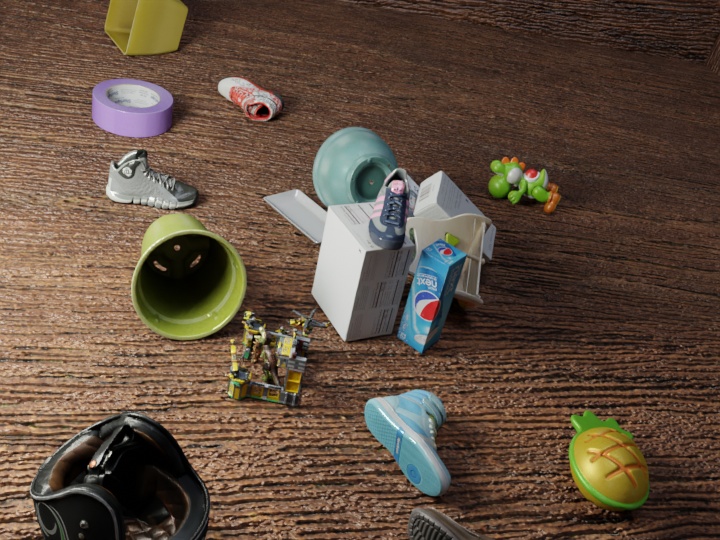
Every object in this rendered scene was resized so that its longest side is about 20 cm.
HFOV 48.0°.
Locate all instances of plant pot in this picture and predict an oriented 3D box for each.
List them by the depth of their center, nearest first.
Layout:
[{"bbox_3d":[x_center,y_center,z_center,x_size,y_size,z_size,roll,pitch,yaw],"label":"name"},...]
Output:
[{"bbox_3d":[-0.319,-0.010,1.449,0.196,0.205,0.184,-1,24,-22],"label":"plant pot"},{"bbox_3d":[0.006,-0.206,1.798,0.196,0.205,0.134,-1,18,-22],"label":"plant pot"},{"bbox_3d":[-0.632,-0.761,2.419,0.174,0.203,0.200,1,33,-40],"label":"plant pot"}]

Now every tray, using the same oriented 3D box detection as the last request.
[{"bbox_3d":[-0.122,-0.117,1.811,0.106,0.023,0.199,-20,46,-39],"label":"tray"}]

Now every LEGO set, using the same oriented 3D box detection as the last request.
[{"bbox_3d":[-0.145,0.125,1.359,0.150,0.118,0.201,16,33,4],"label":"LEGO set"}]

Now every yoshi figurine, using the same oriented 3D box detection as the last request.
[{"bbox_3d":[0.417,-0.213,2.121,0.197,0.112,0.114,25,72,-9],"label":"yoshi figurine"}]

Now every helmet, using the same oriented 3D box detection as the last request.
[{"bbox_3d":[-0.286,0.296,0.989,0.197,0.193,0.201,-24,21,10],"label":"helmet"}]

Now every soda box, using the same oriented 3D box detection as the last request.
[{"bbox_3d":[0.131,0.049,1.500,0.064,0.203,0.067,31,37,25],"label":"soda box"}]

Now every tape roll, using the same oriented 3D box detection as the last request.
[{"bbox_3d":[-0.571,-0.409,2.028,0.195,0.067,0.202,9,34,-6],"label":"tape roll"}]

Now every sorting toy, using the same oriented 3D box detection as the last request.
[{"bbox_3d":[0.162,-0.028,1.649,0.176,0.107,0.204,20,57,-12],"label":"sorting toy"}]

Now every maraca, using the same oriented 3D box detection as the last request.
[{"bbox_3d":[0.401,0.305,1.314,0.134,0.108,0.201,20,33,-4],"label":"maraca"}]

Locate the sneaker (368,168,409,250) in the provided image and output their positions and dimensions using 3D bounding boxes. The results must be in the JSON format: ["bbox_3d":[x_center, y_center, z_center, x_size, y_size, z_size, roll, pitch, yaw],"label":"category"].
[{"bbox_3d":[0.055,-0.114,1.448,0.068,0.083,0.202,12,33,-5],"label":"sneaker"}]

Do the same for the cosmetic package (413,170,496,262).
[{"bbox_3d":[0.207,-0.106,1.756,0.199,0.073,0.103,40,46,-26],"label":"cosmetic package"}]

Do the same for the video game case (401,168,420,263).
[{"bbox_3d":[0.119,-0.089,1.721,0.181,0.023,0.203,41,45,-26],"label":"video game case"}]

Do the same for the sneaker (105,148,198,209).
[{"bbox_3d":[-0.439,-0.199,1.723,0.195,0.118,0.076,1,35,-19],"label":"sneaker"}]

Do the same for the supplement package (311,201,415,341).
[{"bbox_3d":[0.000,0.000,1.521,0.109,0.204,0.156,-6,37,-30],"label":"supplement package"}]

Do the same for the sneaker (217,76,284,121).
[{"bbox_3d":[-0.314,-0.470,2.213,0.197,0.068,0.108,21,31,4],"label":"sneaker"}]

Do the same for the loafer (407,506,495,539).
[{"bbox_3d":[0.152,0.400,1.127,0.198,0.074,0.071,36,28,21],"label":"loafer"}]

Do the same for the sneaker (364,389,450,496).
[{"bbox_3d":[0.108,0.262,1.293,0.128,0.081,0.200,-13,43,-33],"label":"sneaker"}]
